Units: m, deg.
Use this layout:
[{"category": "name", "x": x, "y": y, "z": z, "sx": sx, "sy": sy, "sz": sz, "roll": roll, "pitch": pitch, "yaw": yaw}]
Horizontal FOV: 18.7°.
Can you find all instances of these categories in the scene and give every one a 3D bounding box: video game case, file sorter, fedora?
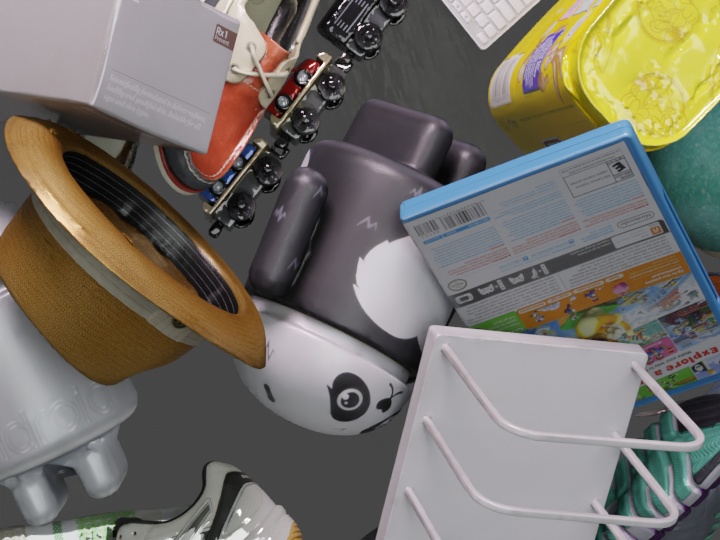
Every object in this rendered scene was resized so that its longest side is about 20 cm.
[{"category": "video game case", "x": 0.128, "y": 0.010, "z": 1.282, "sx": 0.142, "sy": 0.018, "sz": 0.201, "roll": -20, "pitch": 128, "yaw": 17}, {"category": "file sorter", "x": 0.098, "y": 0.154, "z": 1.257, "sx": 0.138, "sy": 0.125, "sz": 0.202, "roll": 6, "pitch": 112, "yaw": -20}, {"category": "fedora", "x": -0.138, "y": 0.004, "z": 1.197, "sx": 0.082, "sy": 0.201, "sz": 0.201, "roll": -44, "pitch": 99, "yaw": 9}]

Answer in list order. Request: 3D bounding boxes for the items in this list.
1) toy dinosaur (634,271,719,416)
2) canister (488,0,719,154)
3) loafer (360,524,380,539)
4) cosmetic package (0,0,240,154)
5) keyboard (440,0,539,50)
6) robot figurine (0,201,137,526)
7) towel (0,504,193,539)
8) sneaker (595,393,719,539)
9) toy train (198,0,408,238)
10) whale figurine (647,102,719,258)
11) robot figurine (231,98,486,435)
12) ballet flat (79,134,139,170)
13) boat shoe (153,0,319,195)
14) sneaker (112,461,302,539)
[{"category": "toy dinosaur", "x": 0.239, "y": 0.013, "z": 1.371, "sx": 0.181, "sy": 0.105, "sz": 0.200, "roll": 22, "pitch": 121, "yaw": -39}, {"category": "canister", "x": 0.164, "y": -0.136, "z": 1.325, "sx": 0.087, "sy": 0.200, "sz": 0.149, "roll": 45, "pitch": 81, "yaw": -9}, {"category": "loafer", "x": 0.046, "y": 0.176, "z": 1.363, "sx": 0.200, "sy": 0.072, "sz": 0.063, "roll": -42, "pitch": 104, "yaw": -12}, {"category": "cosmetic package", "x": -0.178, "y": -0.127, "z": 1.239, "sx": 0.106, "sy": 0.199, "sz": 0.091, "roll": 20, "pitch": 85, "yaw": -51}, {"category": "keyboard", "x": 0.035, "y": -0.235, "z": 1.394, "sx": 0.056, "sy": 0.011, "sz": 0.200, "roll": -41, "pitch": 98, "yaw": -10}, {"category": "robot figurine", "x": -0.203, "y": 0.046, "z": 1.282, "sx": 0.168, "sy": 0.113, "sz": 0.201, "roll": -25, "pitch": 94, "yaw": -2}, {"category": "towel", "x": -0.172, "y": 0.226, "z": 1.335, "sx": 0.198, "sy": 0.031, "sz": 0.151, "roll": -6, "pitch": 88, "yaw": -11}, {"category": "sneaker", "x": 0.198, "y": 0.152, "z": 1.358, "sx": 0.087, "sy": 0.200, "sz": 0.075, "roll": 26, "pitch": 41, "yaw": -21}, {"category": "toy train", "x": -0.040, "y": -0.106, "z": 1.363, "sx": 0.046, "sy": 0.034, "sz": 0.201, "roll": 36, "pitch": 81, "yaw": 2}, {"category": "whale figurine", "x": 0.242, "y": -0.109, "z": 1.364, "sx": 0.103, "sy": 0.158, "sz": 0.202, "roll": 30, "pitch": 68, "yaw": -42}, {"category": "robot figurine", "x": 0.002, "y": 0.001, "z": 1.324, "sx": 0.149, "sy": 0.125, "sz": 0.201, "roll": 27, "pitch": 83, "yaw": -11}, {"category": "ballet flat", "x": -0.145, "y": -0.117, "z": 1.318, "sx": 0.067, "sy": 0.075, "sz": 0.202, "roll": 15, "pitch": 86, "yaw": -11}, {"category": "boat shoe", "x": -0.066, "y": -0.139, "z": 1.319, "sx": 0.071, "sy": 0.062, "sz": 0.201, "roll": 39, "pitch": 64, "yaw": -43}, {"category": "sneaker", "x": -0.132, "y": 0.195, "z": 1.302, "sx": 0.200, "sy": 0.076, "sz": 0.088, "roll": -38, "pitch": 78, "yaw": -12}]
